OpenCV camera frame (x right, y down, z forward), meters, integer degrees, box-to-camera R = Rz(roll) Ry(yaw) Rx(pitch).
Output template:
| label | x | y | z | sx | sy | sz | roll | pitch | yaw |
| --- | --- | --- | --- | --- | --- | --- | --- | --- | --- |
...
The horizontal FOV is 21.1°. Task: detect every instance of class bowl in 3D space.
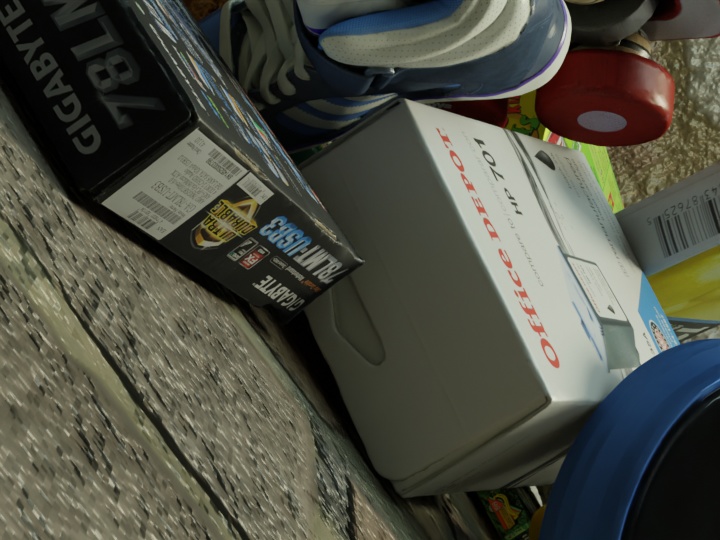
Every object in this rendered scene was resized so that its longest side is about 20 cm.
| label | x | y | z | sx | sy | sz | roll | pitch | yaw |
| --- | --- | --- | --- | --- | --- | --- | --- | --- | --- |
| bowl | 0.160 | 0.129 | 0.807 | 0.039 | 0.201 | 0.201 | 1 | -45 | 55 |

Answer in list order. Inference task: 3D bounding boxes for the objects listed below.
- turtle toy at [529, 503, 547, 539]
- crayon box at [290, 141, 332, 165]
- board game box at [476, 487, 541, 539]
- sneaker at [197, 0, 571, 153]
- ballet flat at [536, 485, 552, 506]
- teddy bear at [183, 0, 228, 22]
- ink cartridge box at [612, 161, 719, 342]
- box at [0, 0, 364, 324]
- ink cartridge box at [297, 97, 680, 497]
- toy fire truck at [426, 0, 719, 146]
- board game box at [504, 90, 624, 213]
| label | x | y | z | sx | sy | sz | roll | pitch | yaw |
| --- | --- | --- | --- | --- | --- | --- | --- | --- | --- |
| turtle toy | 0.159 | 0.177 | 0.908 | 0.200 | 0.146 | 0.101 | 53 | 44 | -10 |
| crayon box | 0.000 | 0.000 | 0.977 | 0.200 | 0.051 | 0.126 | 53 | 5 | -25 |
| board game box | 0.075 | 0.112 | 1.102 | 0.105 | 0.023 | 0.200 | 50 | 6 | -37 |
| sneaker | -0.020 | -0.105 | 0.795 | 0.146 | 0.199 | 0.081 | 23 | 62 | -67 |
| ballet flat | 0.133 | 0.123 | 1.038 | 0.072 | 0.072 | 0.200 | 55 | -19 | 10 |
| teddy bear | -0.082 | -0.156 | 0.976 | 0.145 | 0.067 | 0.200 | 29 | 14 | -20 |
| ink cartridge box | 0.189 | -0.001 | 1.021 | 0.200 | 0.197 | 0.047 | 7 | 62 | -45 |
| box | -0.091 | -0.088 | 0.698 | 0.200 | 0.050 | 0.199 | 56 | 3 | 18 |
| ink cartridge box | 0.061 | 0.016 | 0.861 | 0.200 | 0.086 | 0.147 | 9 | 53 | -63 |
| toy fire truck | 0.068 | -0.140 | 0.895 | 0.168 | 0.199 | 0.113 | 43 | 52 | -61 |
| board game box | 0.105 | -0.040 | 1.097 | 0.200 | 0.047 | 0.102 | 60 | 41 | -57 |
